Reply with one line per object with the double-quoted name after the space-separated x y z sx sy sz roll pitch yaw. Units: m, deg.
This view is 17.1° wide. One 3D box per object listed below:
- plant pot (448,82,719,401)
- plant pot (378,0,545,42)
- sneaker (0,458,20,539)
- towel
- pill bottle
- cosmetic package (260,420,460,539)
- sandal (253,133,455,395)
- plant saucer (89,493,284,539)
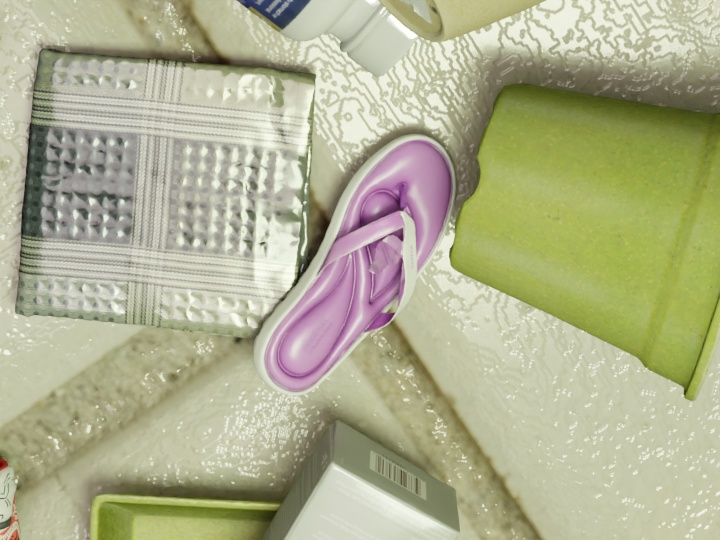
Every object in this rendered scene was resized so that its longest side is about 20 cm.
0.162 -0.037 1.577 0.183 0.200 0.201 17 105 7 "plant pot"
0.092 -0.238 1.464 0.200 0.187 0.188 -41 104 -14 "plant pot"
-0.339 0.170 1.677 0.200 0.067 0.108 3 105 -5 "sneaker"
-0.131 -0.051 1.640 0.199 0.035 0.194 6 103 0 "towel"
-0.041 -0.219 1.543 0.200 0.120 0.120 36 102 -10 "pill bottle"
-0.025 0.221 1.637 0.107 0.090 0.200 31 106 -9 "cosmetic package"
0.006 0.003 1.627 0.082 0.050 0.203 31 93 -27 "sandal"
-0.094 0.250 1.712 0.199 0.048 0.201 3 106 -1 "plant saucer"
